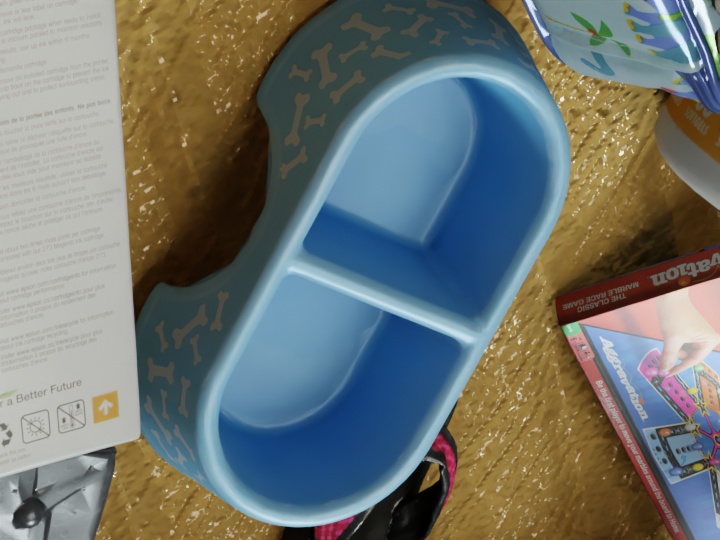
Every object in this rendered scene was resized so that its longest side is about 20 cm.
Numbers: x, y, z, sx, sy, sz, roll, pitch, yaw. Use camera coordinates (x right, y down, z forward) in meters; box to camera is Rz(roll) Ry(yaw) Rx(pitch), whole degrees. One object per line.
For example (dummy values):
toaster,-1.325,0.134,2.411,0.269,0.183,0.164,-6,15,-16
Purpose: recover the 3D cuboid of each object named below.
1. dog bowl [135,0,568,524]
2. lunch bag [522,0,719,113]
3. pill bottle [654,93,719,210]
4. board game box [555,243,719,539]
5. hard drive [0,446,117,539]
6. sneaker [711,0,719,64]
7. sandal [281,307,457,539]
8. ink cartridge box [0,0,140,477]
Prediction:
dog bowl,0.000,0.000,0.856,0.111,0.050,0.200,22,103,-31
lunch bag,0.104,-0.163,0.785,0.161,0.082,0.200,-57,142,-19
pill bottle,0.205,-0.103,0.910,0.116,0.116,0.200,14,113,-43
board game box,0.162,0.062,1.039,0.103,0.019,0.200,-19,135,13
hard drive,-0.174,0.136,0.862,0.135,0.042,0.201,3,120,-40
sneaker,0.163,-0.116,0.742,0.077,0.085,0.201,-19,121,-48
sandal,0.006,0.091,0.963,0.075,0.045,0.201,-8,127,-31
ink cartridge box,-0.120,-0.030,0.757,0.094,0.037,0.201,-14,118,-29
